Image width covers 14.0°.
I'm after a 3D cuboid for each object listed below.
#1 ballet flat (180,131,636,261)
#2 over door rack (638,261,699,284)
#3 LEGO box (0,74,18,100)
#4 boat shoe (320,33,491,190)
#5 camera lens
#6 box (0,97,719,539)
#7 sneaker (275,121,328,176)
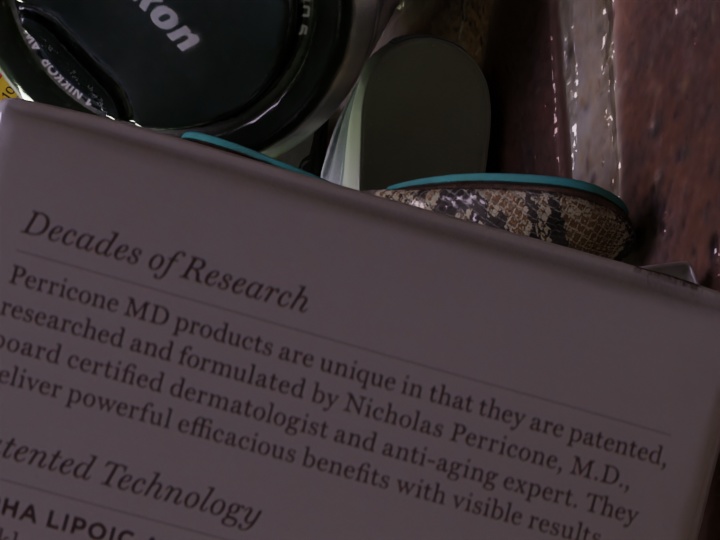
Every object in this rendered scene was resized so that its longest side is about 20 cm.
[{"bbox_3d":[0.000,0.000,1.020,0.200,0.068,0.075,9,68,33],"label":"ballet flat"},{"bbox_3d":[0.104,0.048,0.821,0.148,0.066,0.200,122,149,-53],"label":"over door rack"},{"bbox_3d":[-0.127,-0.030,1.270,0.077,0.149,0.200,-53,-11,-18],"label":"LEGO box"},{"bbox_3d":[0.011,0.010,1.143,0.072,0.070,0.201,174,105,-81],"label":"boat shoe"},{"bbox_3d":[-0.056,-0.141,1.141,0.200,0.160,0.160,-64,-9,-61],"label":"camera lens"},{"bbox_3d":[-0.025,0.046,0.798,0.199,0.200,0.131,172,113,-80],"label":"box"},{"bbox_3d":[-0.075,-0.030,1.379,0.200,0.076,0.076,-36,43,58],"label":"sneaker"}]
